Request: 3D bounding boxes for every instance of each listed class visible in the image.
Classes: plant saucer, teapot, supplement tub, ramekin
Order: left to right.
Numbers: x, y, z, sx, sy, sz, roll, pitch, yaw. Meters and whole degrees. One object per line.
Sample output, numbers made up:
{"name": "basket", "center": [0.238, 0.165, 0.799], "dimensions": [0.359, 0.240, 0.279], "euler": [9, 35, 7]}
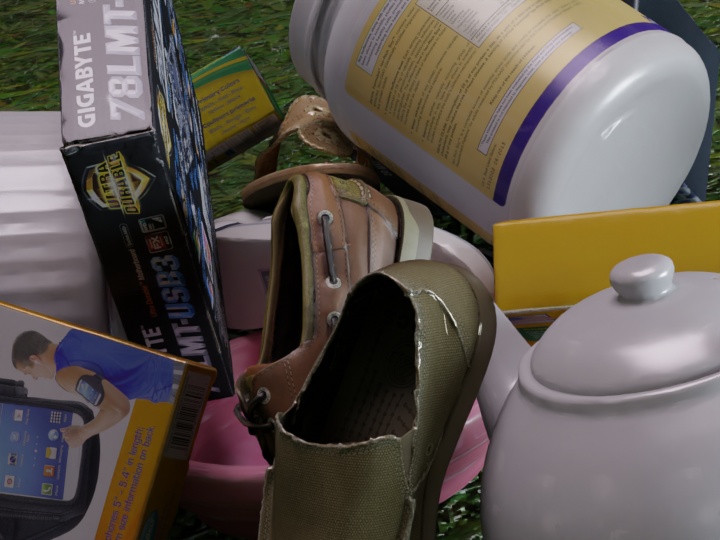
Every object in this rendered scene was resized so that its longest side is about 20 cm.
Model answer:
{"name": "ramekin", "center": [-0.171, 0.012, 1.232], "dimensions": [0.097, 0.202, 0.201], "euler": [-5, 19, -1]}
{"name": "plant saucer", "center": [-0.014, 0.077, 1.171], "dimensions": [0.199, 0.051, 0.201], "euler": [-11, 19, 4]}
{"name": "supplement tub", "center": [0.072, -0.103, 1.286], "dimensions": [0.145, 0.146, 0.200], "euler": [-26, 51, -37]}
{"name": "teapot", "center": [0.133, 0.064, 0.957], "dimensions": [0.198, 0.147, 0.198], "euler": [-14, 17, 5]}

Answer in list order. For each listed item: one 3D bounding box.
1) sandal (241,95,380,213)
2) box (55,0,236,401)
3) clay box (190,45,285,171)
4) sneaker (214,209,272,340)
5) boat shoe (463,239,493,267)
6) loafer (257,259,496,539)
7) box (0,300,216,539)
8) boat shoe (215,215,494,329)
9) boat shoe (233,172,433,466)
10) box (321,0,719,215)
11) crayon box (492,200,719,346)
{"name": "sandal", "center": [-0.032, -0.065, 1.388], "dimensions": [0.077, 0.070, 0.212], "euler": [-1, -11, -5]}
{"name": "box", "center": [-0.106, -0.070, 1.150], "dimensions": [0.049, 0.199, 0.201], "euler": [-11, 52, 2]}
{"name": "clay box", "center": [-0.141, -0.058, 1.393], "dimensions": [0.199, 0.048, 0.115], "euler": [-29, -2, 1]}
{"name": "sneaker", "center": [-0.123, 0.019, 1.355], "dimensions": [0.129, 0.080, 0.198], "euler": [-27, 24, -34]}
{"name": "boat shoe", "center": [0.028, 0.013, 1.324], "dimensions": [0.070, 0.073, 0.199], "euler": [-4, 16, -35]}
{"name": "loafer", "center": [-0.007, 0.085, 0.947], "dimensions": [0.076, 0.202, 0.067], "euler": [7, -13, 34]}
{"name": "box", "center": [-0.174, 0.072, 1.088], "dimensions": [0.199, 0.120, 0.041], "euler": [16, -2, 18]}
{"name": "boat shoe", "center": [0.000, 0.000, 1.216], "dimensions": [0.199, 0.073, 0.068], "euler": [-5, 18, 45]}
{"name": "boat shoe", "center": [-0.024, 0.057, 1.031], "dimensions": [0.068, 0.202, 0.072], "euler": [17, -20, -25]}
{"name": "box", "center": [0.098, -0.108, 1.448], "dimensions": [0.199, 0.108, 0.148], "euler": [-2, -19, 27]}
{"name": "crayon box", "center": [0.139, 0.008, 1.132], "dimensions": [0.125, 0.052, 0.200], "euler": [-5, -11, 17]}
